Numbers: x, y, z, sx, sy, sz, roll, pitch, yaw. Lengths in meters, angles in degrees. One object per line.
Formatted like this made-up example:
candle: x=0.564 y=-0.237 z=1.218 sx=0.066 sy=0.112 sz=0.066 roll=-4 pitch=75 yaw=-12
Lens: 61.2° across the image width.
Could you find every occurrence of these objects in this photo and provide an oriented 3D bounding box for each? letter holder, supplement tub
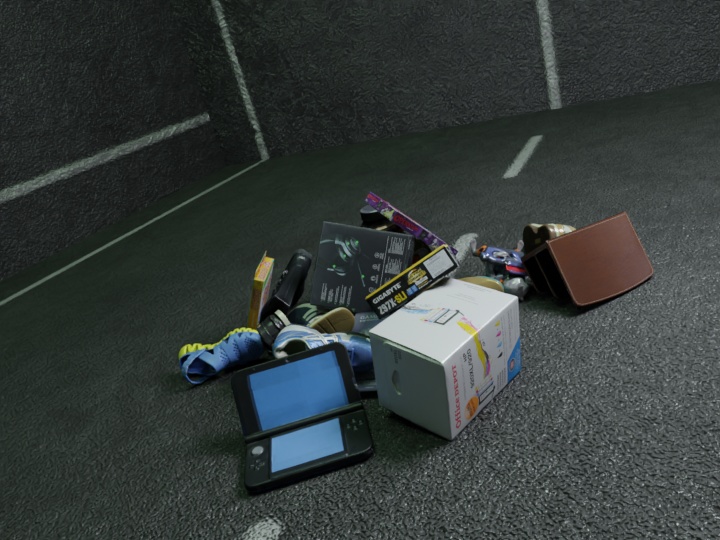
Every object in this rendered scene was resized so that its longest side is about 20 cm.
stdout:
letter holder: x=0.441 y=-0.007 z=1.177 sx=0.199 sy=0.143 sz=0.101 roll=-20 pitch=-11 yaw=-20
supplement tub: x=0.057 y=-0.052 z=1.395 sx=0.107 sy=0.201 sz=0.107 roll=-13 pitch=21 yaw=5

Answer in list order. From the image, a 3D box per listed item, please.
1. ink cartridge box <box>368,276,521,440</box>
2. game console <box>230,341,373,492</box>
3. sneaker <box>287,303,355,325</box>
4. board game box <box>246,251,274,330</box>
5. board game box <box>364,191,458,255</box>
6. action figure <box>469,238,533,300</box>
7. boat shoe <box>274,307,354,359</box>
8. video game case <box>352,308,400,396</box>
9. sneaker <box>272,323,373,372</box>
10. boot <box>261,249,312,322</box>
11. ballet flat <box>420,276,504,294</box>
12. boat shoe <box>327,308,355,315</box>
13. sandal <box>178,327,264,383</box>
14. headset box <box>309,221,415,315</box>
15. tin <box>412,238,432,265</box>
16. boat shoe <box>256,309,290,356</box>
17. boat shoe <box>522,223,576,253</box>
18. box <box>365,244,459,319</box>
ink cartridge box: x=0.135 y=0.129 z=0.948 sx=0.144 sy=0.148 sz=0.200 roll=17 pitch=37 yaw=41
game console: x=-0.096 y=0.220 z=0.942 sx=0.199 sy=0.119 sz=0.171 roll=-17 pitch=21 yaw=-2
sneaker: x=-0.096 y=0.122 z=1.249 sx=0.200 sy=0.075 sz=0.084 roll=1 pitch=30 yaw=43
board game box: x=-0.217 y=0.064 z=1.305 sx=0.030 sy=0.201 sz=0.096 roll=11 pitch=30 yaw=0
board game box: x=0.109 y=-0.094 z=1.296 sx=0.032 sy=0.200 sz=0.120 roll=-58 pitch=37 yaw=5
action figure: x=0.325 y=0.001 z=1.275 sx=0.199 sy=0.105 sz=0.194 roll=14 pitch=28 yaw=-6
boat shoe: x=-0.097 y=0.142 z=1.145 sx=0.201 sy=0.073 sz=0.063 roll=-47 pitch=24 yaw=-4
video game case: x=0.037 y=0.145 z=1.105 sx=0.142 sy=0.019 sz=0.200 roll=-7 pitch=37 yaw=21
sneaker: x=-0.057 y=0.145 z=1.044 sx=0.199 sy=0.076 sz=0.077 roll=4 pitch=15 yaw=14
boot: x=-0.172 y=0.067 z=1.376 sx=0.065 sy=0.165 sz=0.200 roll=17 pitch=36 yaw=-3
ballet flat: x=0.202 y=0.052 z=1.238 sx=0.063 sy=0.069 sz=0.200 roll=-40 pitch=22 yaw=-30
boat shoe: x=-0.032 y=0.062 z=1.369 sx=0.074 sy=0.062 sz=0.200 roll=-3 pitch=26 yaw=26
sandal: x=-0.285 y=0.181 z=1.242 sx=0.199 sy=0.080 sz=0.087 roll=-21 pitch=24 yaw=10
headset box: x=0.000 y=0.000 z=1.248 sx=0.199 sy=0.175 sz=0.093 roll=9 pitch=1 yaw=10
tin: x=0.068 y=0.011 z=1.317 sx=0.200 sy=0.112 sz=0.042 roll=-35 pitch=-4 yaw=-2
boat shoe: x=-0.168 y=0.130 z=1.193 sx=0.063 sy=0.074 sz=0.201 roll=-38 pitch=-9 yaw=-14
boat shoe: x=0.418 y=-0.071 z=1.341 sx=0.076 sy=0.072 sz=0.200 roll=-8 pitch=5 yaw=-2
box: x=0.098 y=0.016 z=1.082 sx=0.159 sy=0.049 sz=0.200 roll=-37 pitch=-4 yaw=10
